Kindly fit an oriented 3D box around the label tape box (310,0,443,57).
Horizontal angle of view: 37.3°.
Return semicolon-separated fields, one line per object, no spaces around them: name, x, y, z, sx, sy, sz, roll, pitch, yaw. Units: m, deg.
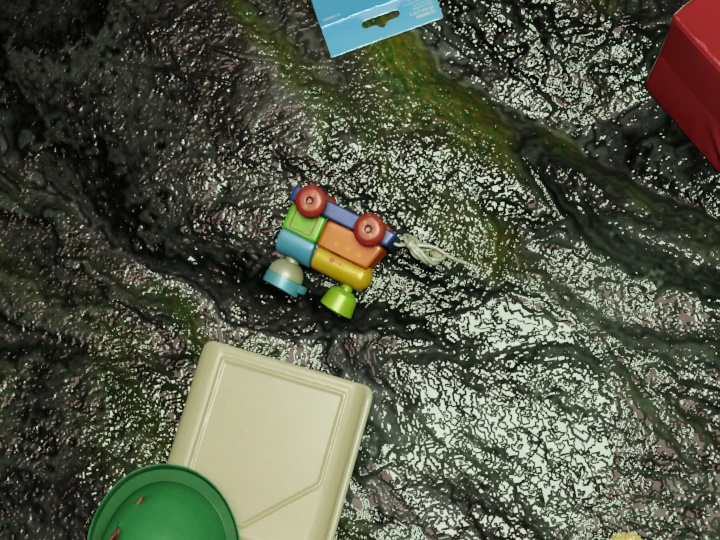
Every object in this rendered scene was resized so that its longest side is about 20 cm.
label tape box;-0.002;-0.367;1.218;0.142;0.063;0.203;-19;75;1

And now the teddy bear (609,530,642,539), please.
teddy bear;0.212;0.340;1.025;0.197;0.067;0.147;-15;78;2

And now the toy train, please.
toy train;0.000;0.000;1.125;0.198;0.085;0.117;26;90;11

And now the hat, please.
hat;-0.225;0.292;1.007;0.165;0.176;0.202;34;94;11

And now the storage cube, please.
storage cube;0.421;-0.206;1.083;0.199;0.171;0.181;-36;75;-4

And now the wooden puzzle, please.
wooden puzzle;-0.100;0.188;1.111;0.197;0.037;0.188;14;79;13
